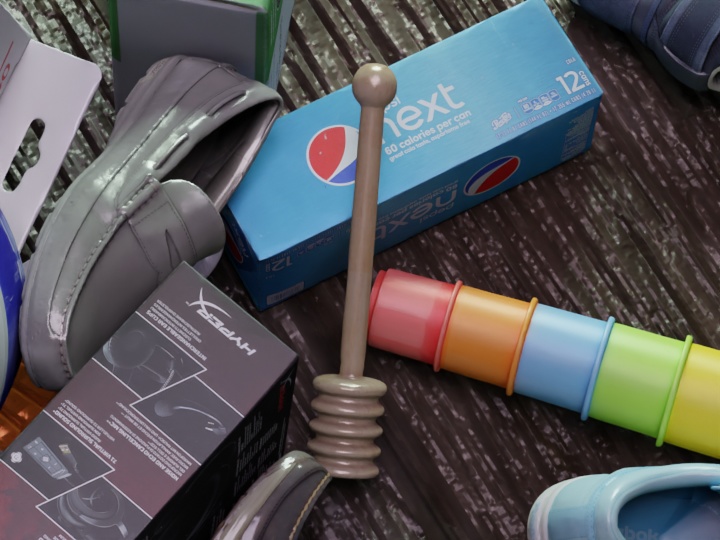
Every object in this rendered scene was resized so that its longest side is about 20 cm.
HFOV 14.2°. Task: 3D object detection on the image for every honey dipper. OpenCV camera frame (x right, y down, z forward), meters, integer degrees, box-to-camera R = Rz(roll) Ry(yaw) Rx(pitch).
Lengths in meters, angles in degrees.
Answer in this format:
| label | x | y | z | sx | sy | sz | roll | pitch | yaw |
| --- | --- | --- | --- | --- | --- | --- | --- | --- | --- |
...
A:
| label | x | y | z | sx | sy | sz | roll | pitch | yaw |
| --- | --- | --- | --- | --- | --- | --- | --- | --- | --- |
| honey dipper | 0.000 | 0.000 | 1.409 | 0.038 | 0.038 | 0.201 | 5 | 96 | 0 |

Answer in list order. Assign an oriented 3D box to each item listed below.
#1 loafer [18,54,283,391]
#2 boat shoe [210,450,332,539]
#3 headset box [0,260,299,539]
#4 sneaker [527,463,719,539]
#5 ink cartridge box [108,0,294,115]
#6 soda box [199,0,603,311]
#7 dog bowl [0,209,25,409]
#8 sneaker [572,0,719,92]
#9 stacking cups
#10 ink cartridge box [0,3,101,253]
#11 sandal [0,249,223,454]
| label | x | y | z | sx | sy | sz | roll | pitch | yaw |
| --- | --- | --- | --- | --- | --- | --- | --- | --- | --- |
| loafer | -0.099 | -0.024 | 1.368 | 0.069 | 0.070 | 0.201 | 11 | 54 | 22 |
| boat shoe | -0.061 | 0.182 | 1.366 | 0.073 | 0.075 | 0.201 | 30 | 77 | 0 |
| headset box | -0.121 | 0.113 | 1.343 | 0.077 | 0.149 | 0.200 | 39 | 71 | 12 |
| sneaker | 0.183 | 0.127 | 1.367 | 0.199 | 0.082 | 0.074 | -2 | 84 | -23 |
| ink cartridge box | -0.069 | -0.190 | 1.481 | 0.084 | 0.146 | 0.201 | 9 | 66 | 2 |
| soda box | 0.020 | -0.060 | 1.473 | 0.199 | 0.064 | 0.068 | -26 | 69 | -14 |
| dog bowl | -0.255 | 0.023 | 1.323 | 0.199 | 0.079 | 0.201 | 1 | 106 | 5 |
| sneaker | 0.218 | -0.180 | 1.521 | 0.146 | 0.077 | 0.202 | 40 | 79 | 26 |
| stacking cups | 0.100 | 0.045 | 1.441 | 0.199 | 0.061 | 0.061 | 15 | 66 | 10 |
| ink cartridge box | -0.240 | -0.093 | 1.399 | 0.199 | 0.068 | 0.117 | 22 | 82 | 13 |
| sandal | -0.155 | 0.031 | 1.428 | 0.206 | 0.059 | 0.079 | -34 | 91 | -18 |
